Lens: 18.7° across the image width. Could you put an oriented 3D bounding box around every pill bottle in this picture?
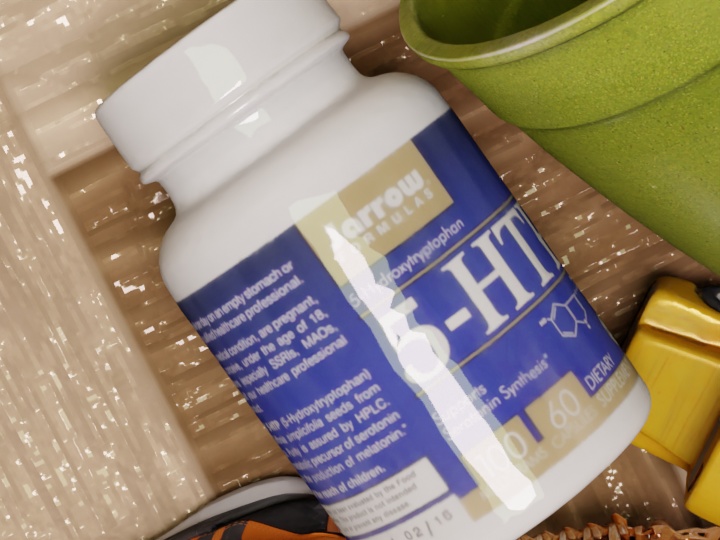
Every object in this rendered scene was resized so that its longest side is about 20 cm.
[{"bbox_3d":[0.000,0.000,0.770,0.120,0.120,0.200,-36,94,1],"label":"pill bottle"}]

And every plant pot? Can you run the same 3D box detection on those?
[{"bbox_3d":[0.152,-0.077,0.744,0.200,0.200,0.193,-43,112,2],"label":"plant pot"}]

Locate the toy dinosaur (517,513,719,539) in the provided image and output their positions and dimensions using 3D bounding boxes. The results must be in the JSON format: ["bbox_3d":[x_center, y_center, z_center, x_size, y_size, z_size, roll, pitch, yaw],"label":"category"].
[{"bbox_3d":[0.141,0.147,0.839,0.200,0.102,0.136,14,68,5],"label":"toy dinosaur"}]

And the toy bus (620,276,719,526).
[{"bbox_3d":[0.186,0.076,0.806,0.200,0.078,0.065,25,112,3],"label":"toy bus"}]

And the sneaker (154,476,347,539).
[{"bbox_3d":[-0.086,0.145,0.794,0.200,0.112,0.078,-33,101,0],"label":"sneaker"}]
